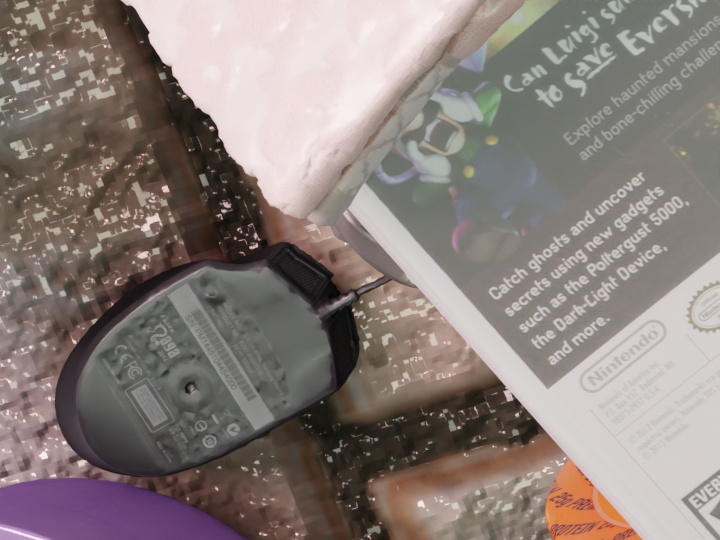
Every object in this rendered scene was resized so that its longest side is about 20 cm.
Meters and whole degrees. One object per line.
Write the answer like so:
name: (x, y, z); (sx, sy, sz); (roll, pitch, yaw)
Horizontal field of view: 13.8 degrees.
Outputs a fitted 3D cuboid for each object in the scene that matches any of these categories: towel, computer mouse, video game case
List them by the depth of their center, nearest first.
towel: (-0.003, -0.141, 0.733); (0.032, 0.200, 0.191); (13, 124, -51)
video game case: (0.110, -0.037, 0.749); (0.200, 0.023, 0.182); (-39, 100, 14)
computer mouse: (0.000, 0.000, 0.870); (0.200, 0.034, 0.059); (-27, 109, 5)

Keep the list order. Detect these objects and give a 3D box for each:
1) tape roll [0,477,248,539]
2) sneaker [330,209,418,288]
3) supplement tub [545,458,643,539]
tape roll: (-0.097, 0.164, 0.866); (0.200, 0.085, 0.200); (1, 94, 21)
sneaker: (0.090, -0.034, 0.800); (0.200, 0.066, 0.091); (3, 145, -16)
supplement tub: (0.137, 0.133, 0.872); (0.122, 0.123, 0.200); (-24, 111, 11)
